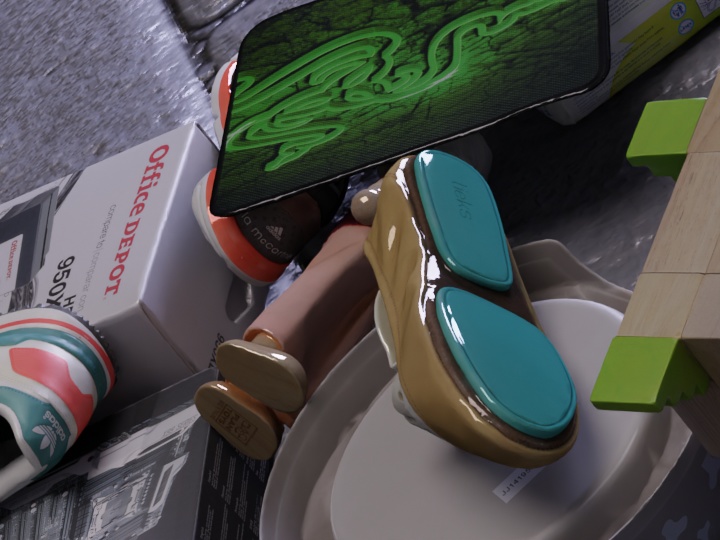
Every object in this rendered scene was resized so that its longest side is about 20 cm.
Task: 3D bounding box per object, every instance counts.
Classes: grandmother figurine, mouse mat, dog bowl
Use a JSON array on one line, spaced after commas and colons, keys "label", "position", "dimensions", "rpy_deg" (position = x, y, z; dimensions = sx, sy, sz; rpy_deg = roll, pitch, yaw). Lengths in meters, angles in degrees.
[{"label": "grandmother figurine", "position": [0.000, 0.000, 0.959], "dimensions": [0.200, 0.061, 0.121], "rpy_deg": [-50, 2, -38]}, {"label": "mouse mat", "position": [0.023, -0.101, 0.990], "dimensions": [0.199, 0.008, 0.161], "rpy_deg": [-19, 36, 19]}, {"label": "dog bowl", "position": [0.059, 0.077, 0.813], "dimensions": [0.199, 0.059, 0.200], "rpy_deg": [-27, 33, 19]}]

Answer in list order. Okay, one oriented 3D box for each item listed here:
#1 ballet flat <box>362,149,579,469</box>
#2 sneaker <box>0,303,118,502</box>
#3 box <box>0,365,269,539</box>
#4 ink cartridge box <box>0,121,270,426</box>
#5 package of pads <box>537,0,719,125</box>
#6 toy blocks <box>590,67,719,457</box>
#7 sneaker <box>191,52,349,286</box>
[{"label": "ballet flat", "position": [0.037, 0.027, 0.803], "dimensions": [0.063, 0.068, 0.200], "rpy_deg": [-57, 21, 24]}, {"label": "sneaker", "position": [-0.208, 0.083, 0.973], "dimensions": [0.199, 0.070, 0.094], "rpy_deg": [-19, 27, 25]}, {"label": "box", "position": [-0.120, 0.149, 0.911], "dimensions": [0.157, 0.050, 0.200], "rpy_deg": [-26, 32, 21]}, {"label": "ink cartridge box", "position": [-0.152, 0.027, 1.073], "dimensions": [0.199, 0.084, 0.145], "rpy_deg": [-21, 35, 26]}, {"label": "package of pads", "position": [0.110, -0.167, 1.074], "dimensions": [0.154, 0.068, 0.200], "rpy_deg": [-38, 30, -1]}, {"label": "toy blocks", "position": [0.165, 0.000, 0.741], "dimensions": [0.100, 0.137, 0.201], "rpy_deg": [0, 53, 40]}, {"label": "sneaker", "position": [-0.026, -0.067, 1.060], "dimensions": [0.082, 0.077, 0.200], "rpy_deg": [-34, 26, 22]}]
